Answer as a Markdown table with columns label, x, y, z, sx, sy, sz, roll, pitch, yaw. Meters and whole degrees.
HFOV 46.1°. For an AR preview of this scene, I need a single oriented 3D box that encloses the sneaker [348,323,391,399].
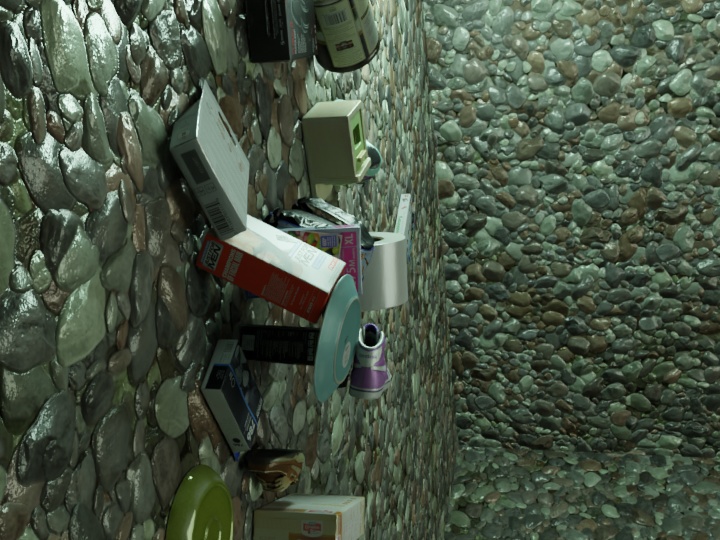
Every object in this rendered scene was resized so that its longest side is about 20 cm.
| label | x | y | z | sx | sy | sz | roll | pitch | yaw |
| --- | --- | --- | --- | --- | --- | --- | --- | --- | --- |
| sneaker | 0.021 | 0.145 | 1.444 | 0.200 | 0.072 | 0.115 | -82 | 176 | -87 |

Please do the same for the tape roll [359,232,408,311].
| label | x | y | z | sx | sy | sz | roll | pitch | yaw |
| --- | --- | --- | --- | --- | --- | --- | --- | --- | --- |
| tape roll | 0.000 | 0.000 | 1.811 | 0.203 | 0.202 | 0.140 | -37 | 125 | -73 |

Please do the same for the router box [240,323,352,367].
| label | x | y | z | sx | sy | sz | roll | pitch | yaw |
| --- | --- | --- | --- | --- | --- | --- | --- | --- | --- |
| router box | -0.106 | 0.134 | 1.480 | 0.200 | 0.149 | 0.062 | 29 | 63 | -74 |

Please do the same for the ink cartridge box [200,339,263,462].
| label | x | y | z | sx | sy | sz | roll | pitch | yaw |
| --- | --- | --- | --- | --- | --- | --- | --- | --- | --- |
| ink cartridge box | -0.196 | 0.211 | 1.347 | 0.201 | 0.039 | 0.100 | 77 | 18 | -44 |

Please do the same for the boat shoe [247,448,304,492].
| label | x | y | z | sx | sy | sz | roll | pitch | yaw |
| --- | --- | --- | --- | --- | --- | --- | --- | --- | --- |
| boat shoe | -0.144 | 0.352 | 1.483 | 0.200 | 0.075 | 0.074 | 37 | 57 | -72 |

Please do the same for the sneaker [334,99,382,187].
| label | x | y | z | sx | sy | sz | roll | pitch | yaw |
| --- | --- | --- | --- | --- | --- | --- | --- | --- | --- |
| sneaker | -0.030 | -0.285 | 1.969 | 0.201 | 0.077 | 0.140 | 66 | -23 | 14 |

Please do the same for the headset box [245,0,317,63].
| label | x | y | z | sx | sy | sz | roll | pitch | yaw |
| --- | --- | --- | --- | --- | --- | --- | --- | --- | --- |
| headset box | -0.141 | -0.450 | 1.502 | 0.200 | 0.077 | 0.150 | -55 | 142 | -70 |

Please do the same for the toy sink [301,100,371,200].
| label | x | y | z | sx | sy | sz | roll | pitch | yaw |
| --- | --- | --- | --- | --- | --- | --- | --- | --- | --- |
| toy sink | -0.045 | -0.250 | 1.815 | 0.130 | 0.111 | 0.201 | -62 | 149 | -62 |

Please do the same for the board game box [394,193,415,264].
| label | x | y | z | sx | sy | sz | roll | pitch | yaw |
| --- | --- | --- | --- | --- | --- | --- | --- | --- | --- |
| board game box | 0.145 | -0.135 | 2.754 | 0.127 | 0.034 | 0.201 | 74 | 21 | -46 |

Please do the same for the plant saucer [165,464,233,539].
| label | x | y | z | sx | sy | sz | roll | pitch | yaw |
| --- | --- | --- | --- | --- | --- | --- | --- | --- | --- |
| plant saucer | -0.227 | 0.386 | 1.233 | 0.200 | 0.031 | 0.201 | 0 | 90 | -76 |

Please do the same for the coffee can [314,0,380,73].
| label | x | y | z | sx | sy | sz | roll | pitch | yaw |
| --- | --- | --- | --- | --- | --- | --- | --- | --- | --- |
| coffee can | -0.049 | -0.529 | 1.735 | 0.200 | 0.146 | 0.147 | 67 | 27 | -58 |

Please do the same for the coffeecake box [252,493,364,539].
| label | x | y | z | sx | sy | sz | roll | pitch | yaw |
| --- | --- | --- | --- | --- | --- | --- | --- | --- | --- |
| coffeecake box | -0.089 | 0.458 | 1.536 | 0.200 | 0.153 | 0.073 | 24 | 66 | -74 |

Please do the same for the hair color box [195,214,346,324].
| label | x | y | z | sx | sy | sz | roll | pitch | yaw |
| --- | --- | --- | --- | --- | --- | --- | --- | --- | --- |
| hair color box | -0.132 | -0.010 | 1.271 | 0.111 | 0.199 | 0.064 | -63 | 178 | -62 |

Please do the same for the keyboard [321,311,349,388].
| label | x | y | z | sx | sy | sz | roll | pitch | yaw |
| --- | --- | --- | --- | --- | --- | --- | --- | --- | --- |
| keyboard | -0.040 | 0.121 | 1.392 | 0.127 | 0.020 | 0.201 | -73 | 160 | -44 |

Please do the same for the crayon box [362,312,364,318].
| label | x | y | z | sx | sy | sz | roll | pitch | yaw |
| --- | --- | --- | --- | --- | --- | --- | --- | --- | --- |
| crayon box | -0.023 | 0.007 | 2.033 | 0.200 | 0.051 | 0.127 | 73 | 22 | -48 |

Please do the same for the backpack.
| label | x | y | z | sx | sy | sz | roll | pitch | yaw |
| --- | --- | --- | --- | --- | --- | --- | --- | --- | --- |
| backpack | -0.074 | -0.036 | 1.535 | 0.200 | 0.190 | 0.155 | -43 | 147 | -71 |

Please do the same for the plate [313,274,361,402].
| label | x | y | z | sx | sy | sz | roll | pitch | yaw |
| --- | --- | --- | --- | --- | --- | --- | --- | --- | --- |
| plate | -0.029 | 0.106 | 1.301 | 0.200 | 0.025 | 0.201 | 10 | 90 | -77 |

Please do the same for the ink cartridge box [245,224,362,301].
| label | x | y | z | sx | sy | sz | roll | pitch | yaw |
| --- | --- | --- | --- | --- | --- | --- | --- | --- | --- |
| ink cartridge box | -0.097 | -0.012 | 1.425 | 0.042 | 0.199 | 0.120 | -129 | -143 | -77 |

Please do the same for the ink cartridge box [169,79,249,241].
| label | x | y | z | sx | sy | sz | roll | pitch | yaw |
| --- | --- | --- | --- | --- | --- | --- | --- | --- | --- |
| ink cartridge box | -0.216 | -0.164 | 1.236 | 0.200 | 0.057 | 0.163 | -106 | 172 | -55 |
